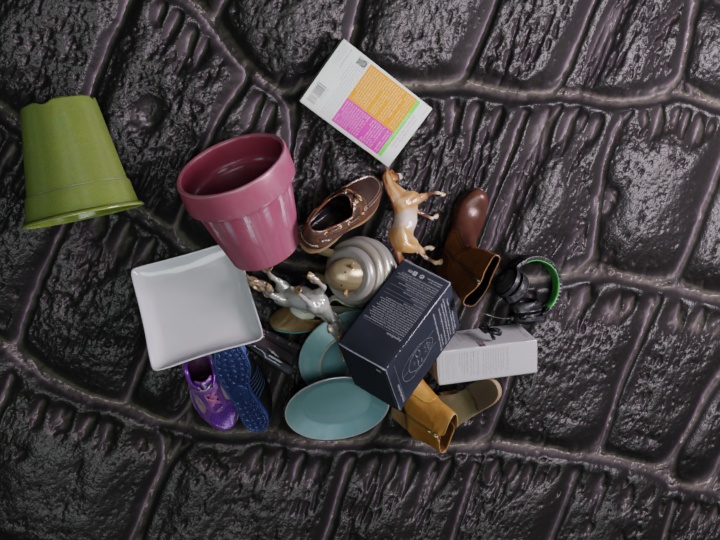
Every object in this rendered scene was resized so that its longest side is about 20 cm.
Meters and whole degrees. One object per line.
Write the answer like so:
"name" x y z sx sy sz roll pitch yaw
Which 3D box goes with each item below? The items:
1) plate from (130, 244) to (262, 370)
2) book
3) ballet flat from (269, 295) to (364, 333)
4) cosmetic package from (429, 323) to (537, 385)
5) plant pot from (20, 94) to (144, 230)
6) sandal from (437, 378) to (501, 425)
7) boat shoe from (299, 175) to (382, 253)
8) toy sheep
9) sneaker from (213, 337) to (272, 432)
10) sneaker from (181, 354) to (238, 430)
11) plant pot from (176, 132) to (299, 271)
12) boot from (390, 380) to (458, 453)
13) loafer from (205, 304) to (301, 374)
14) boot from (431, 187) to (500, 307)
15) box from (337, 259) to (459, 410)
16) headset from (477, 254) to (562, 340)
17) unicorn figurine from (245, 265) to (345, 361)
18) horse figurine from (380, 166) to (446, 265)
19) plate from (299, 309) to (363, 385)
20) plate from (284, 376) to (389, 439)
"plate" -0.288 0.063 1.629 0.198 0.032 0.201 -16 66 -7
"book" 0.008 -0.295 1.641 0.199 0.048 0.134 35 97 -16
"ballet flat" -0.066 0.073 1.697 0.198 0.068 0.073 2 138 -13
"cosmetic package" 0.228 0.159 1.770 0.198 0.102 0.075 -8 107 -11
"plant pot" -0.473 -0.180 1.508 0.198 0.200 0.192 -13 95 -8
"sandal" 0.188 0.266 1.802 0.211 0.069 0.078 -27 77 24
"boat shoe" -0.027 -0.108 1.624 0.070 0.071 0.200 37 59 12
"toy sheep" 0.000 0.000 1.655 0.137 0.199 0.139 6 102 30
"sneaker" -0.213 0.196 1.690 0.069 0.078 0.202 -12 114 8
"sneaker" -0.279 0.210 1.684 0.080 0.088 0.202 -22 108 -7
"plant pot" -0.191 -0.108 1.579 0.198 0.200 0.180 -23 123 -5
"boot" 0.123 0.233 1.731 0.070 0.143 0.203 -24 126 -39
"loafer" -0.196 0.114 1.695 0.199 0.072 0.063 37 75 -18
"boot" 0.200 -0.048 1.659 0.068 0.200 0.189 31 96 -17
"box" 0.071 0.113 1.617 0.200 0.107 0.149 -51 150 -23
"headset" 0.308 0.056 1.763 0.199 0.094 0.124 -36 108 -13
"unicorn figurine" -0.098 0.054 1.612 0.074 0.199 0.138 -50 147 -14
"horse figurine" 0.093 -0.081 1.684 0.132 0.050 0.202 12 77 -34
"plate" -0.016 0.161 1.719 0.198 0.026 0.202 -11 126 -15
"plate" -0.045 0.254 1.739 0.198 0.026 0.201 -6 138 -6
